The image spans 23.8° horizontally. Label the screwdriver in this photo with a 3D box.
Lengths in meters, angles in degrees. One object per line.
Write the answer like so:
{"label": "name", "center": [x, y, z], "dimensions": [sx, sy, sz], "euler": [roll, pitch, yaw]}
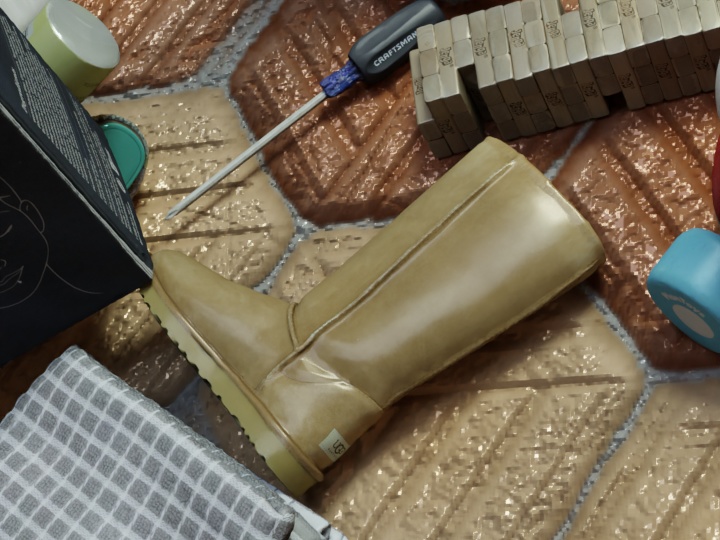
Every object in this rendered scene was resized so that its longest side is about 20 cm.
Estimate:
{"label": "screwdriver", "center": [-0.034, -0.093, 0.978], "dimensions": [0.200, 0.029, 0.028], "euler": [-35, 53, -7]}

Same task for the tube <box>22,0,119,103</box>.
{"label": "tube", "center": [-0.216, -0.071, 0.977], "dimensions": [0.200, 0.058, 0.052], "euler": [-41, 42, 25]}

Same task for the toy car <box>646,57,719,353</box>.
{"label": "toy car", "center": [0.223, -0.057, 0.746], "dimensions": [0.177, 0.200, 0.184], "euler": [35, 78, 35]}

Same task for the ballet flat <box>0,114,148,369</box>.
{"label": "ballet flat", "center": [-0.200, -0.008, 0.988], "dimensions": [0.072, 0.072, 0.201], "euler": [30, 75, 34]}

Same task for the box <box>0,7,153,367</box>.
{"label": "box", "center": [-0.243, -0.039, 0.852], "dimensions": [0.199, 0.197, 0.124], "euler": [-29, 54, 4]}

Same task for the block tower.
{"label": "block tower", "center": [0.125, -0.118, 0.915], "dimensions": [0.199, 0.054, 0.058], "euler": [-15, 57, 15]}

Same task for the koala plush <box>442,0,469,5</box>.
{"label": "koala plush", "center": [0.032, -0.273, 0.958], "dimensions": [0.176, 0.200, 0.185], "euler": [-17, 56, 12]}

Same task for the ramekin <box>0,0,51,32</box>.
{"label": "ramekin", "center": [-0.267, -0.147, 1.027], "dimensions": [0.202, 0.094, 0.203], "euler": [-36, 18, 13]}

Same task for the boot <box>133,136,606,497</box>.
{"label": "boot", "center": [0.000, 0.000, 0.895], "dimensions": [0.200, 0.066, 0.175], "euler": [-39, 63, -4]}

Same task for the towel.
{"label": "towel", "center": [-0.123, 0.147, 0.839], "dimensions": [0.200, 0.086, 0.166], "euler": [30, 76, 33]}
